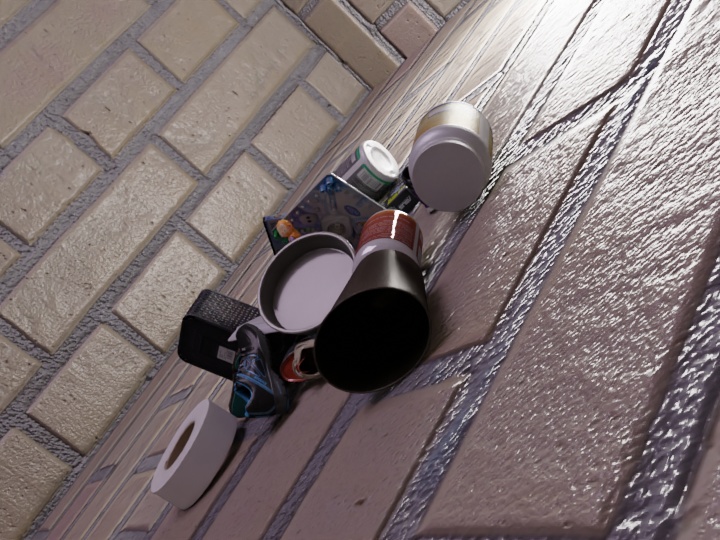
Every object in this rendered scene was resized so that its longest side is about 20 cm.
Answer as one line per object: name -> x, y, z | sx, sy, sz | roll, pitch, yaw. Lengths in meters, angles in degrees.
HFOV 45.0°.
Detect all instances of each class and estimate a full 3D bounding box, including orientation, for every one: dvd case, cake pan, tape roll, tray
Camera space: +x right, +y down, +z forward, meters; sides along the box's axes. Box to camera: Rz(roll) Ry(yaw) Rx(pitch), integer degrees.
dvd case -> -0.094, -0.072, 1.835 | 0.197, 0.144, 0.018 | -9, 44, 6
cake pan -> -0.087, 0.027, 1.517 | 0.198, 0.037, 0.202 | -15, 54, 21
tape roll -> -0.320, 0.352, 1.671 | 0.203, 0.070, 0.203 | -51, 17, 21
tray -> -0.166, 0.097, 1.652 | 0.107, 0.022, 0.199 | -27, 8, -39

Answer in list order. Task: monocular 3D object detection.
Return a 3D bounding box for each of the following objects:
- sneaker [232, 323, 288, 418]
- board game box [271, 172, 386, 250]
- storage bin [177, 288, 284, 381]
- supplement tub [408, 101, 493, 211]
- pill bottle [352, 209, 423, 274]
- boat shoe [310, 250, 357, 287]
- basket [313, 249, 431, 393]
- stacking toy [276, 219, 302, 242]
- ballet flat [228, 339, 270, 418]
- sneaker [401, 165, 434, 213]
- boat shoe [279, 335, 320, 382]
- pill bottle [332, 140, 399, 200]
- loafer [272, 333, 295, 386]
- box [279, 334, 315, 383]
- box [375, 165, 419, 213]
sneaker -> -0.194, 0.175, 1.547 | 0.074, 0.081, 0.201 | 96, 153, -43
board game box -> -0.050, -0.084, 1.792 | 0.200, 0.199, 0.026 | -41, 32, 31
storage bin -> -0.266, 0.144, 1.799 | 0.094, 0.198, 0.136 | -63, -6, -52
supplement tub -> 0.158, -0.198, 1.508 | 0.144, 0.144, 0.201 | -43, 13, 26
pill bottle -> 0.044, -0.015, 1.436 | 0.112, 0.112, 0.201 | -44, 13, 23
boat shoe -> 0.000, -0.001, 1.587 | 0.198, 0.073, 0.068 | -29, -2, -10
basket -> 0.028, 0.058, 1.245 | 0.180, 0.136, 0.200 | -40, 11, 20
stacking toy -> -0.093, -0.031, 1.764 | 0.116, 0.200, 0.110 | -34, 19, 47
ballet flat -> -0.220, 0.195, 1.706 | 0.076, 0.067, 0.202 | -98, 22, -60
sneaker -> 0.122, -0.183, 1.723 | 0.076, 0.087, 0.200 | -47, 12, 8
boat shoe -> -0.081, 0.150, 1.466 | 0.199, 0.072, 0.062 | -29, 5, 45
pill bottle -> -0.015, -0.191, 1.971 | 0.200, 0.113, 0.114 | -41, 14, 33
loafer -> -0.147, 0.186, 1.659 | 0.200, 0.071, 0.063 | -56, -11, -52
box -> -0.062, 0.098, 1.628 | 0.159, 0.046, 0.201 | -41, 15, 31
box -> 0.058, -0.134, 1.912 | 0.200, 0.044, 0.161 | -44, 14, 26
